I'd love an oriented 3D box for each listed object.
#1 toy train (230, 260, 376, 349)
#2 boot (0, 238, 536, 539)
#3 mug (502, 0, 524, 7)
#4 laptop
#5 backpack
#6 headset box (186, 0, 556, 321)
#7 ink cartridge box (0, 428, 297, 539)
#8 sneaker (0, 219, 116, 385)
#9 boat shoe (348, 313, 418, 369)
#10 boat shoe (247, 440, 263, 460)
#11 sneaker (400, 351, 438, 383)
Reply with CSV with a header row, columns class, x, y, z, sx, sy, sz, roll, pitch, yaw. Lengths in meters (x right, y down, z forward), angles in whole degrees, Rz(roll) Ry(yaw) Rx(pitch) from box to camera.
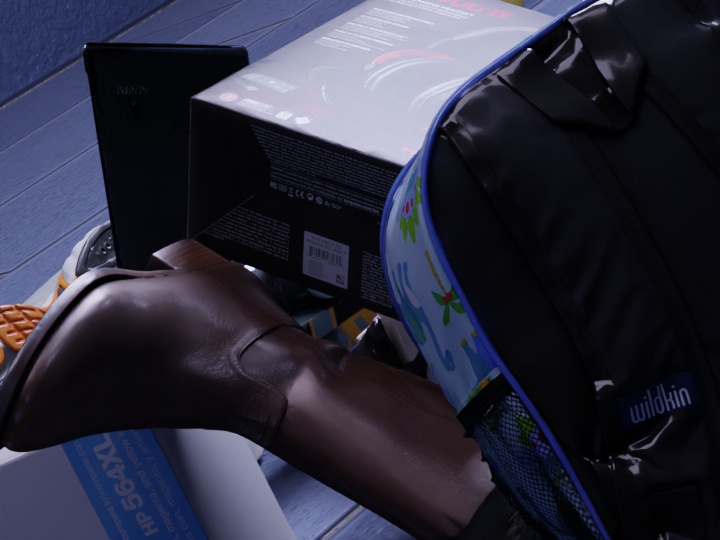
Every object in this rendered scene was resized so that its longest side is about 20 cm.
class,x,y,z,sx,sy,sz,roll,pitch,yaw
toy train,0.000,0.000,1.492,0.085,0.114,0.200,1,24,38
boot,-0.027,0.069,1.144,0.186,0.200,0.064,-38,-25,-55
mug,0.041,-0.083,1.688,0.149,0.187,0.153,-25,18,-30
laptop,-0.127,-0.007,1.496,0.200,0.116,0.187,-46,-14,19
backpack,0.107,0.009,1.065,0.183,0.200,0.147,-31,-7,-16
headset box,0.040,-0.058,1.266,0.148,0.075,0.200,20,32,28
ink cartridge box,-0.148,0.130,1.278,0.199,0.126,0.129,-24,12,11
sneaker,-0.180,0.054,1.574,0.200,0.076,0.092,-38,-5,-43
boat shoe,0.076,0.019,1.421,0.199,0.075,0.093,-20,-9,-25
boat shoe,-0.140,0.117,1.474,0.200,0.060,0.072,-33,13,-28
sneaker,0.079,0.026,1.285,0.115,0.075,0.200,-11,43,37
